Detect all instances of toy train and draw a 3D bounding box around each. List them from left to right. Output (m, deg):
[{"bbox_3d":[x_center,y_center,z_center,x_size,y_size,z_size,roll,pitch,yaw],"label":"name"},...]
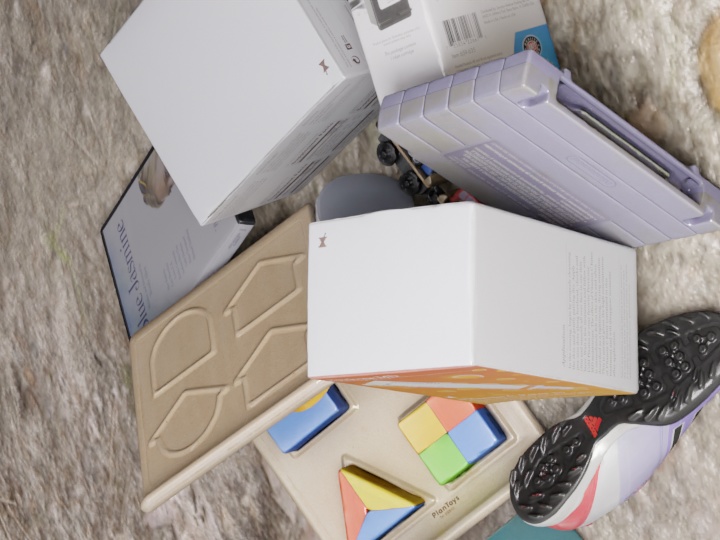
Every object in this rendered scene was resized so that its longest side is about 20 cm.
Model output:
[{"bbox_3d":[0.077,-0.036,1.319,0.200,0.034,0.046,52,129,16],"label":"toy train"}]

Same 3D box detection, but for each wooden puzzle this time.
[{"bbox_3d":[-0.087,0.067,1.372,0.185,0.046,0.201,-35,35,20],"label":"wooden puzzle"},{"bbox_3d":[0.013,0.109,1.360,0.185,0.046,0.201,-39,74,16],"label":"wooden puzzle"}]

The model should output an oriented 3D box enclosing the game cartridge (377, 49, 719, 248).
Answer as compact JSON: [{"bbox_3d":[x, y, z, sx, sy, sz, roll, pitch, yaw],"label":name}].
[{"bbox_3d":[0.120,-0.068,1.174,0.129,0.199,0.039,-7,61,46],"label":"game cartridge"}]

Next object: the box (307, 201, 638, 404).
[{"bbox_3d":[0.074,0.025,1.179,0.124,0.199,0.098,-7,78,37],"label":"box"}]

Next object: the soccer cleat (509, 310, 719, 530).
[{"bbox_3d":[0.185,0.102,1.256,0.200,0.073,0.068,-47,48,24],"label":"soccer cleat"}]

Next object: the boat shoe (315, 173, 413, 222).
[{"bbox_3d":[0.000,0.000,1.312,0.073,0.201,0.066,6,121,1],"label":"boat shoe"}]

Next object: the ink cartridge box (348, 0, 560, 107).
[{"bbox_3d":[0.047,-0.202,1.230,0.066,0.115,0.202,-14,95,46],"label":"ink cartridge box"}]

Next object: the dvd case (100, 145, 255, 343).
[{"bbox_3d":[-0.150,-0.035,1.507,0.200,0.017,0.144,-52,47,42],"label":"dvd case"}]

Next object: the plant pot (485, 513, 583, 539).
[{"bbox_3d":[0.132,0.295,1.317,0.200,0.141,0.142,44,130,15],"label":"plant pot"}]

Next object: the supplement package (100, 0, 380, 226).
[{"bbox_3d":[-0.068,-0.157,1.357,0.200,0.110,0.156,-41,76,43],"label":"supplement package"}]
